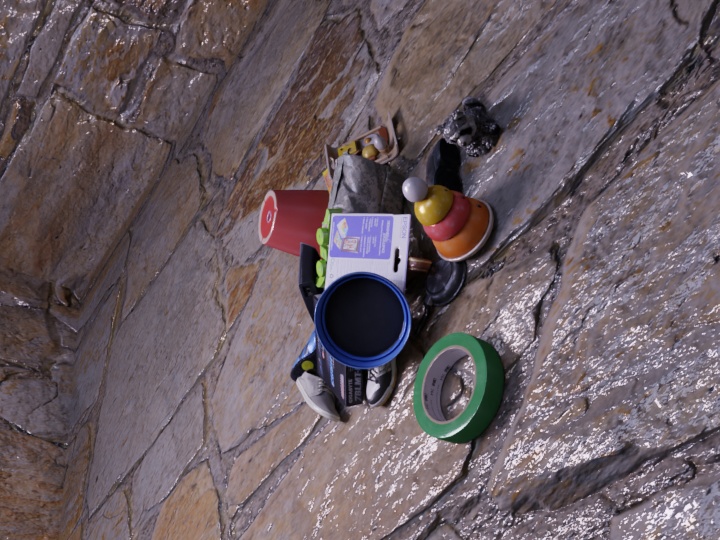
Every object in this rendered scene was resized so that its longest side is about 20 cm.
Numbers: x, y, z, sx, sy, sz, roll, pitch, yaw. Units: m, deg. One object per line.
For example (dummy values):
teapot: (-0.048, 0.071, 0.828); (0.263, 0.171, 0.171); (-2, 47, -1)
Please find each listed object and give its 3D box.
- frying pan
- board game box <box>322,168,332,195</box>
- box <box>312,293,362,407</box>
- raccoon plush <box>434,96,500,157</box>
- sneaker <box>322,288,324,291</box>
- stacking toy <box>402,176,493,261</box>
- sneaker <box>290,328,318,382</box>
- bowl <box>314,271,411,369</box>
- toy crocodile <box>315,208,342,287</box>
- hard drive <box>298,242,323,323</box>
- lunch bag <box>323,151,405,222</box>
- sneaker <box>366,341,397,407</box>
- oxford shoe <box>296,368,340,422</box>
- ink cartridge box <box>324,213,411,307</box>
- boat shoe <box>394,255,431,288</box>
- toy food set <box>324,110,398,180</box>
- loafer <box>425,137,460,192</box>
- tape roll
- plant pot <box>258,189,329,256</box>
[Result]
frying pan: (0.151, 0.042, 1.627); (0.190, 0.031, 0.115); (-48, 33, 25)
board game box: (-0.040, -0.180, 1.993); (0.030, 0.095, 0.201); (-41, 39, 22)
box: (-0.051, 0.174, 1.731); (0.198, 0.049, 0.202); (-141, 47, -63)
raccoon plush: (0.210, -0.326, 1.667); (0.097, 0.133, 0.201); (-53, 34, 22)
sneaker: (-0.028, 0.065, 1.857); (0.084, 0.074, 0.200); (-40, 37, 8)
stacking toy: (0.158, -0.121, 1.543); (0.146, 0.200, 0.147); (-30, 42, 32)
sneaker: (-0.105, 0.191, 1.893); (0.201, 0.066, 0.079); (-54, 18, 21)
bowl: (0.006, 0.100, 1.582); (0.202, 0.200, 0.039); (-59, -1, 11)
toy crocodile: (-0.070, -0.049, 1.774); (0.062, 0.067, 0.202); (41, 133, 53)
hard drive: (-0.114, 0.035, 1.908); (0.042, 0.201, 0.136); (-5, 56, 8)
lunch bag: (0.002, -0.168, 1.853); (0.139, 0.167, 0.202); (-14, 58, 52)
sneaker: (0.035, 0.188, 1.649); (0.075, 0.087, 0.202); (-1, 71, 54)
oxford shoe: (-0.095, 0.287, 1.801); (0.058, 0.075, 0.200); (-53, 31, 3)
ink cartridge box: (0.020, -0.022, 1.659); (0.199, 0.043, 0.200); (3, 85, 30)
boat shoe: (0.098, 0.009, 1.678); (0.200, 0.071, 0.068); (162, 117, -68)
toy food set: (0.001, -0.324, 2.004); (0.199, 0.060, 0.144); (-24, 46, 14)
loafer: (0.177, -0.198, 1.709); (0.072, 0.072, 0.201); (-43, 28, 48)
tape roll: (0.180, 0.219, 1.443); (0.200, 0.048, 0.202); (-35, 43, 41)
plant pot: (-0.165, -0.127, 2.031); (0.200, 0.176, 0.202); (-32, 53, 58)
